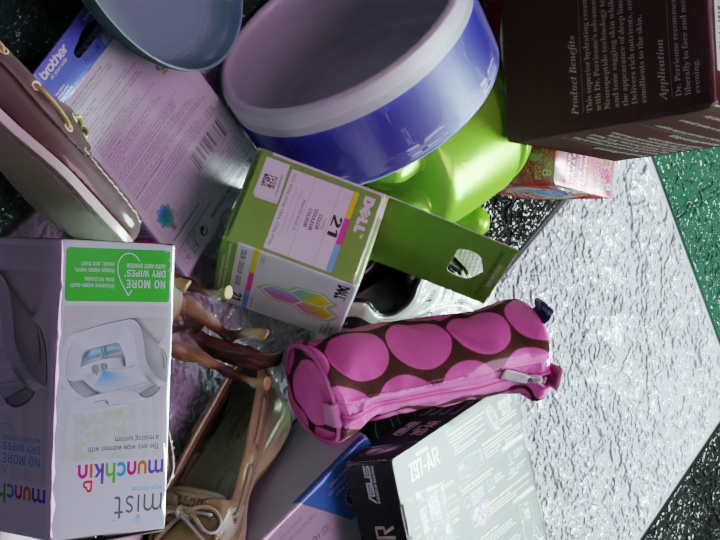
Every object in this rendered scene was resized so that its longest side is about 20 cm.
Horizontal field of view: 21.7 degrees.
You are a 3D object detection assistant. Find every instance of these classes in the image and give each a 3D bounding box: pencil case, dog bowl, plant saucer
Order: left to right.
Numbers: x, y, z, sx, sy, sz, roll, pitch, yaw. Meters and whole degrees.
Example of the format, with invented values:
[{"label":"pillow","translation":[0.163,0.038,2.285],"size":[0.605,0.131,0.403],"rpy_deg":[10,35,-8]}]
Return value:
[{"label":"plant saucer","translation":[-0.154,-0.229,1.304],"size":[0.200,0.027,0.201],"rpy_deg":[36,44,-43]},{"label":"dog bowl","translation":[0.000,-0.154,1.392],"size":[0.200,0.199,0.079],"rpy_deg":[-56,131,-31]},{"label":"pencil case","translation":[0.047,0.076,1.397],"size":[0.199,0.094,0.091],"rpy_deg":[-12,129,-21]}]

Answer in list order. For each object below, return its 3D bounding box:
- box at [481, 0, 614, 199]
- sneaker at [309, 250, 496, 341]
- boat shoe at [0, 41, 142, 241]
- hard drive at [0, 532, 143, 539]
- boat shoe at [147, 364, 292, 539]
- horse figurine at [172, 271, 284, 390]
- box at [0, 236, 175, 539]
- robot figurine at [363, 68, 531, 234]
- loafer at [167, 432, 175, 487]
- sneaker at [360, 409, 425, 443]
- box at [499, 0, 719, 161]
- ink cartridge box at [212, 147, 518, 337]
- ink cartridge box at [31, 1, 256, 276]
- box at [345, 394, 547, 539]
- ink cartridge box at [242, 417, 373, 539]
[{"label":"box","translation":[0.166,-0.166,1.653],"size":[0.095,0.099,0.202],"rpy_deg":[10,84,-48]},{"label":"sneaker","translation":[0.049,0.014,1.514],"size":[0.200,0.076,0.088],"rpy_deg":[-30,150,-38]},{"label":"boat shoe","translation":[-0.214,-0.091,1.223],"size":[0.200,0.072,0.060],"rpy_deg":[42,60,-14]},{"label":"hard drive","translation":[-0.202,0.152,1.308],"size":[0.131,0.026,0.202],"rpy_deg":[11,83,-48]},{"label":"boat shoe","translation":[-0.110,0.152,1.364],"size":[0.201,0.073,0.063],"rpy_deg":[-60,147,-36]},{"label":"horse figurine","translation":[-0.131,0.024,1.328],"size":[0.050,0.132,0.200],"rpy_deg":[-59,143,-18]},{"label":"box","translation":[-0.213,0.067,1.164],"size":[0.096,0.199,0.178],"rpy_deg":[3,91,-47]},{"label":"robot figurine","translation":[0.064,-0.101,1.529],"size":[0.200,0.115,0.176],"rpy_deg":[-36,124,-42]},{"label":"loafer","translation":[-0.170,0.077,1.270],"size":[0.076,0.068,0.201],"rpy_deg":[-38,119,-40]},{"label":"sneaker","translation":[0.042,0.123,1.553],"size":[0.200,0.079,0.076],"rpy_deg":[-43,129,-14]},{"label":"box","translation":[0.238,-0.186,1.499],"size":[0.164,0.199,0.167],"rpy_deg":[5,82,-48]},{"label":"ink cartridge box","translation":[0.000,0.000,1.368],"size":[0.199,0.148,0.076],"rpy_deg":[21,71,0]},{"label":"ink cartridge box","translation":[-0.158,-0.105,1.337],"size":[0.120,0.042,0.200],"rpy_deg":[-59,133,-29]},{"label":"box","translation":[0.072,0.188,1.442],"size":[0.200,0.043,0.161],"rpy_deg":[-27,107,-55]},{"label":"ink cartridge box","translation":[-0.023,0.232,1.449],"size":[0.145,0.084,0.201],"rpy_deg":[-44,124,-20]}]
